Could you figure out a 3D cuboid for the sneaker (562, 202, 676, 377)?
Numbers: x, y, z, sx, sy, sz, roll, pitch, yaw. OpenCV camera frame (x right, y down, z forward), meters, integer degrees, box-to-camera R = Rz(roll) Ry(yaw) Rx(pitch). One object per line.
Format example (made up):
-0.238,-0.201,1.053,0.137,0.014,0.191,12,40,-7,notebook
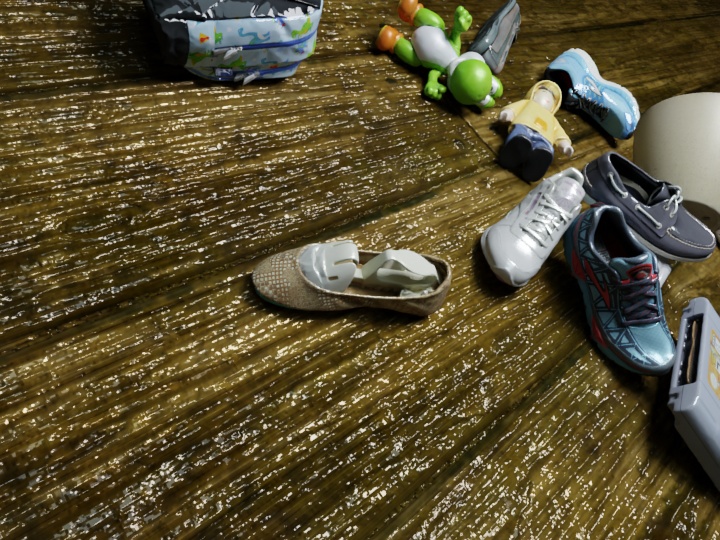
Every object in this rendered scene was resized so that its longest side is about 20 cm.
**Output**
0.289,0.019,0.630,0.078,0.096,0.203,-19,72,-5,sneaker

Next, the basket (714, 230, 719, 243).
0.700,-0.063,0.871,0.195,0.201,0.163,6,53,-24,basket

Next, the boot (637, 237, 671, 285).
0.369,-0.038,0.767,0.095,0.074,0.201,39,54,-3,boot

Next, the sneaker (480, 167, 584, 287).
0.205,-0.060,0.666,0.075,0.100,0.200,40,47,4,sneaker

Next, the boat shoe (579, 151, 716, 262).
0.364,-0.079,0.704,0.198,0.063,0.073,30,55,-1,boat shoe

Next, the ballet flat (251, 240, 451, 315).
0.000,0.000,0.529,0.196,0.066,0.071,3,53,-26,ballet flat

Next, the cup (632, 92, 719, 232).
0.498,-0.140,0.848,0.198,0.200,0.145,26,73,-7,cup

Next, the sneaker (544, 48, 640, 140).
0.395,-0.296,0.995,0.089,0.079,0.201,-27,66,-20,sneaker

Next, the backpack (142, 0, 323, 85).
-0.141,-0.298,0.653,0.197,0.155,0.165,-20,61,-14,backpack

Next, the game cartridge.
0.398,0.137,0.632,0.134,0.041,0.200,49,45,-6,game cartridge

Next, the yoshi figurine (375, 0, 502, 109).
0.123,-0.309,0.825,0.199,0.113,0.113,36,61,-1,yoshi figurine

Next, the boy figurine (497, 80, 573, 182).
0.265,-0.212,0.848,0.123,0.065,0.201,30,49,0,boy figurine

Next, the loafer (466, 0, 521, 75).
0.242,-0.406,0.999,0.063,0.071,0.201,45,51,-16,loafer
